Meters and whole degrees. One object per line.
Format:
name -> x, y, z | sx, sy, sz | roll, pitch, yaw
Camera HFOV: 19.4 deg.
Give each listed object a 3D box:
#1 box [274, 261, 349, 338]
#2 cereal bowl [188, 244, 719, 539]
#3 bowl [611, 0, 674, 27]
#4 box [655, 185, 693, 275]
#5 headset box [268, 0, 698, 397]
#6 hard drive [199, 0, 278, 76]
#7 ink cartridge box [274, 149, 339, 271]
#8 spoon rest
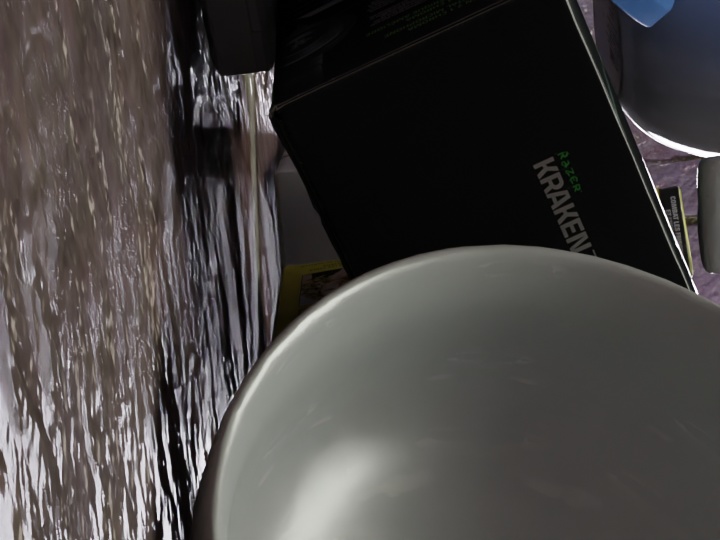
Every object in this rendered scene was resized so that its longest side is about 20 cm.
box -> -0.003, 0.058, 0.740 | 0.200, 0.050, 0.076 | -89, 170, -74
cereal bowl -> 0.048, 0.096, 0.530 | 0.084, 0.198, 0.202 | 117, -25, -50
bowl -> 0.039, -0.165, 0.675 | 0.201, 0.039, 0.201 | 44, 14, -14
box -> 0.071, -0.002, 1.110 | 0.075, 0.198, 0.051 | 78, 6, -79
headset box -> 0.048, -0.020, 0.680 | 0.200, 0.092, 0.175 | -95, 160, -68
hard drive -> -0.052, -0.180, 0.672 | 0.201, 0.026, 0.133 | 82, 2, -50
ink cartridge box -> 0.000, 0.000, 0.969 | 0.200, 0.066, 0.117 | -86, 170, -81
spoon rest -> 0.123, -0.067, 0.734 | 0.201, 0.060, 0.100 | -100, -177, -59
